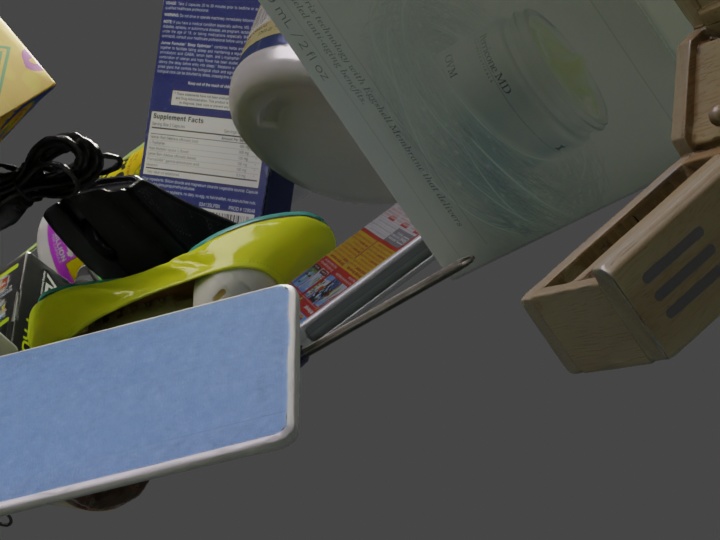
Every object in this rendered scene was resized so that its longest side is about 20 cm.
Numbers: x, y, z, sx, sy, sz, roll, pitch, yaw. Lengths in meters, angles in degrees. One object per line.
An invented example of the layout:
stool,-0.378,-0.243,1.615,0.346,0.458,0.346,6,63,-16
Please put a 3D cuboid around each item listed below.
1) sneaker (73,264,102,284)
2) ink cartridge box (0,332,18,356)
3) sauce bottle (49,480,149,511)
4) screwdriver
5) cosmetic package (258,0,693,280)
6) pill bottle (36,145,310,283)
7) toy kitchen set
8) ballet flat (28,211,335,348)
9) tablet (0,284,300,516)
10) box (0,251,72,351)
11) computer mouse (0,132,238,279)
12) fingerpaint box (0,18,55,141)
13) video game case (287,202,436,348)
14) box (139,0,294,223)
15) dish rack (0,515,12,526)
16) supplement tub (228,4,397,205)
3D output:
sneaker,-0.158,0.043,1.769,0.200,0.076,0.084,-103,38,-75
ink cartridge box,-0.299,0.118,1.605,0.144,0.084,0.201,-25,36,36
sauce bottle,-0.165,0.096,1.497,0.066,0.066,0.200,-39,12,-17
screwdriver,-0.017,0.033,1.391,0.200,0.028,0.029,-34,38,29
cosmetic package,0.082,-0.133,1.333,0.199,0.200,0.123,-27,12,42
pill bottle,-0.123,-0.042,1.892,0.199,0.105,0.104,-31,11,29
toy kitchen set,0.123,-0.099,1.028,0.180,0.201,0.163,-40,10,-23
ballet flat,-0.106,0.026,1.627,0.199,0.067,0.067,-17,44,12
tablet,-0.125,0.069,1.365,0.199,0.014,0.130,-14,35,9
box,-0.271,0.099,1.725,0.199,0.044,0.161,-32,35,28
computer mouse,-0.140,-0.013,1.677,0.138,0.199,0.053,-22,51,49
fingerpaint box,-0.299,-0.054,1.620,0.200,0.073,0.167,-42,-1,36
video game case,0.000,0.000,1.527,0.200,0.017,0.143,-36,10,-3
box,-0.088,-0.107,1.785,0.121,0.202,0.032,9,2,41
dish rack,-0.239,0.150,1.424,0.153,0.055,0.201,-25,27,43
supplement tub,0.012,-0.158,1.684,0.144,0.144,0.201,-23,40,51
